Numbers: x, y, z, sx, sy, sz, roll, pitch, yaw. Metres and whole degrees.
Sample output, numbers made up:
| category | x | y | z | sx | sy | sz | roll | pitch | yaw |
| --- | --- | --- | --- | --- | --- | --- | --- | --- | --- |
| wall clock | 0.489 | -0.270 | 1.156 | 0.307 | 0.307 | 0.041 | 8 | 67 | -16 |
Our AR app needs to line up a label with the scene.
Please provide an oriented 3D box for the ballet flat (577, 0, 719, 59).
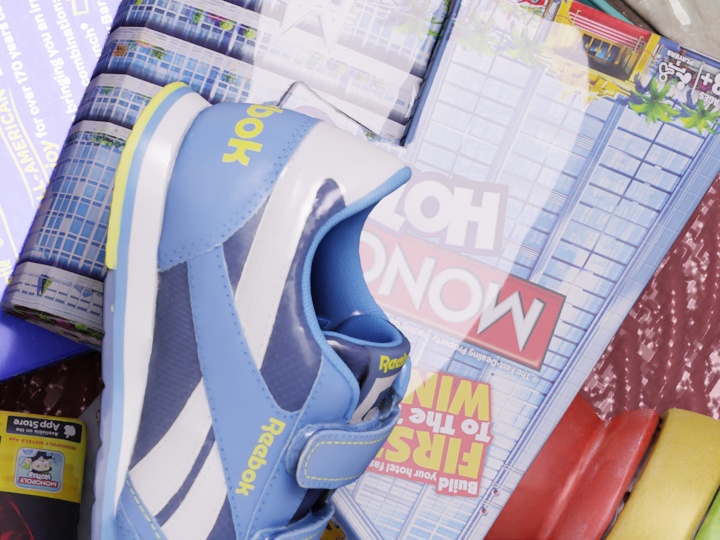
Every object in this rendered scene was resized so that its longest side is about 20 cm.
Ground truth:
| category | x | y | z | sx | sy | sz | roll | pitch | yaw |
| --- | --- | --- | --- | --- | --- | --- | --- | --- | --- |
| ballet flat | 0.068 | -0.128 | 0.943 | 0.200 | 0.067 | 0.062 | 42 | 65 | -24 |

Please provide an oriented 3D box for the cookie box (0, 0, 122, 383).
| category | x | y | z | sx | sy | sz | roll | pitch | yaw |
| --- | --- | --- | --- | --- | --- | --- | --- | --- | --- |
| cookie box | -0.088 | -0.062 | 0.900 | 0.200 | 0.075 | 0.171 | -19 | 87 | -14 |

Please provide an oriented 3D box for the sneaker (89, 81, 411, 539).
| category | x | y | z | sx | sy | sz | roll | pitch | yaw |
| --- | --- | --- | --- | --- | --- | --- | --- | --- | --- |
| sneaker | -0.029 | 0.049 | 0.752 | 0.082 | 0.074 | 0.200 | 5 | 102 | 10 |

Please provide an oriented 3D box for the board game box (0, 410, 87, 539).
| category | x | y | z | sx | sy | sz | roll | pitch | yaw |
| --- | --- | --- | --- | --- | --- | --- | --- | --- | --- |
| board game box | -0.191 | 0.133 | 0.795 | 0.200 | 0.062 | 0.200 | 7 | 55 | -5 |

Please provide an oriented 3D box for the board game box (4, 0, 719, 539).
| category | x | y | z | sx | sy | sz | roll | pitch | yaw |
| --- | --- | --- | --- | --- | --- | --- | --- | --- | --- |
| board game box | 0.000 | 0.000 | 0.832 | 0.200 | 0.062 | 0.200 | 21 | 79 | -8 |

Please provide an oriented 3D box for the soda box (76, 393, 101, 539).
| category | x | y | z | sx | sy | sz | roll | pitch | yaw |
| --- | --- | --- | --- | --- | --- | --- | --- | --- | --- |
| soda box | -0.048 | 0.137 | 0.842 | 0.068 | 0.064 | 0.200 | 8 | 53 | -35 |

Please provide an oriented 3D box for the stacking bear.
| category | x | y | z | sx | sy | sz | roll | pitch | yaw |
| --- | --- | --- | --- | --- | --- | --- | --- | --- | --- |
| stacking bear | 0.100 | 0.098 | 0.908 | 0.200 | 0.121 | 0.114 | 30 | 89 | 2 |
